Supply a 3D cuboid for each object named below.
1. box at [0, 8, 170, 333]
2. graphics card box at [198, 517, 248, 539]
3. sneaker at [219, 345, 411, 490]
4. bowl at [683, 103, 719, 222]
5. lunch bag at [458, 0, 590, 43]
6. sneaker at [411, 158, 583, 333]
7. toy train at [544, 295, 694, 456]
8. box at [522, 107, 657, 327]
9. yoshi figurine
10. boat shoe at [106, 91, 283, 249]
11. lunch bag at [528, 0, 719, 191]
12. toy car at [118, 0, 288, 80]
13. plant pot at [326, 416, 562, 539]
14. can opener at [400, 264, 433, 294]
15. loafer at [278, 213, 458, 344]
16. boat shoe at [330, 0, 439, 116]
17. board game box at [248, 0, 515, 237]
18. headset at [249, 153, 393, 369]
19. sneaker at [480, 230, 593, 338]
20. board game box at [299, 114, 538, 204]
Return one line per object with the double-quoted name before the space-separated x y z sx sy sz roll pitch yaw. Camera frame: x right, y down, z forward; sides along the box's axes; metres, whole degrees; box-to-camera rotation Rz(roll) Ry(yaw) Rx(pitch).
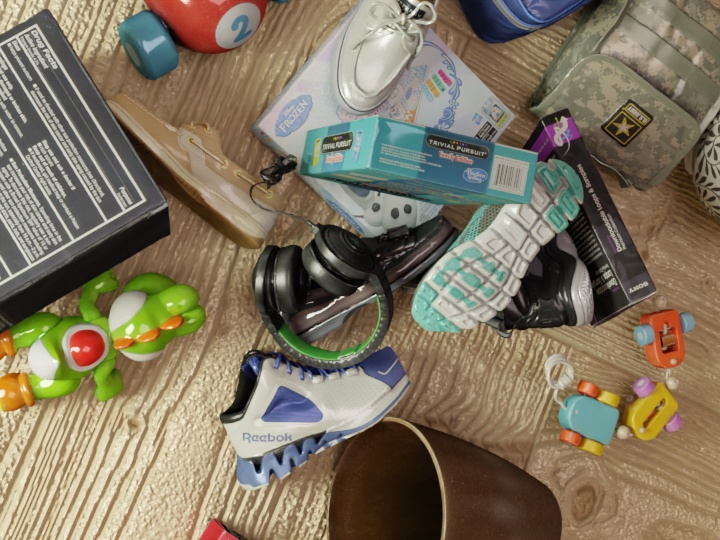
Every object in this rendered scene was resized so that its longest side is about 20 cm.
"box" -0.295 -0.075 0.966 0.198 0.123 0.200 -31 85 -11
"graphics card box" -0.097 0.351 1.120 0.200 0.051 0.126 38 79 -18
"sneaker" -0.055 0.116 1.111 0.199 0.081 0.115 -31 104 -15
"bowl" 0.419 -0.135 1.252 0.200 0.094 0.201 -30 131 -41
"lunch bag" 0.197 -0.333 1.160 0.200 0.132 0.136 -37 104 -15
"sneaker" 0.123 -0.021 1.071 0.200 0.091 0.078 -44 101 -4
"toy train" 0.282 0.118 1.251 0.199 0.056 0.151 -18 97 -22
"box" 0.222 -0.048 1.143 0.036 0.143 0.201 -21 81 -7
"yoshi figurine" -0.241 0.056 1.049 0.199 0.113 0.112 -17 57 -5
"boat shoe" -0.157 -0.105 1.076 0.200 0.074 0.069 42 71 -21
"lunch bag" 0.295 -0.203 1.211 0.164 0.118 0.200 33 87 -16
"toy car" -0.138 -0.285 1.003 0.184 0.200 0.177 -34 103 -15
"plant pot" 0.100 0.250 1.134 0.199 0.187 0.188 12 88 -34
"can opener" 0.135 0.008 1.191 0.199 0.053 0.067 1 92 -21
"loafer" 0.000 0.000 1.106 0.200 0.072 0.063 -34 102 9
"boat shoe" 0.041 -0.243 1.084 0.074 0.086 0.203 31 81 -17
"board game box" 0.025 -0.150 1.150 0.199 0.043 0.200 43 78 -17
"headset" -0.044 -0.007 1.065 0.123 0.094 0.201 -19 106 20
"sneaker" 0.149 -0.015 1.142 0.113 0.200 0.076 -15 137 -6
"board game box" 0.046 -0.097 1.031 0.150 0.200 0.047 11 90 -20
